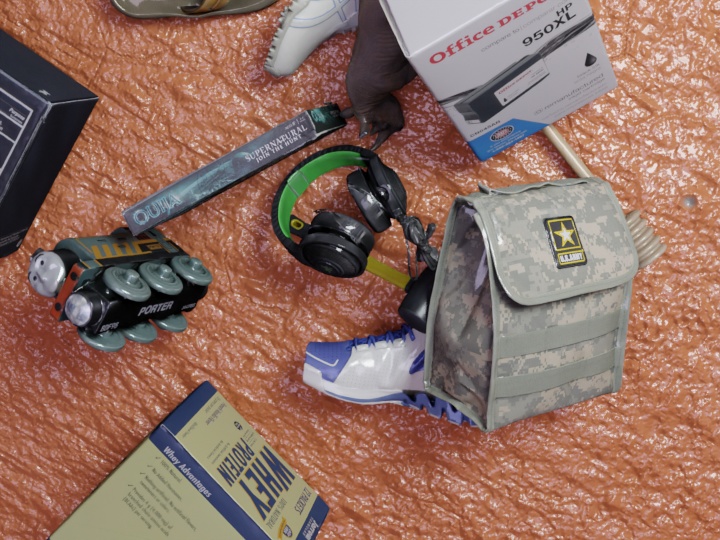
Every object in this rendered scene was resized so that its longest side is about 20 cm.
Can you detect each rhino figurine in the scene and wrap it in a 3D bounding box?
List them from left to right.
[{"bbox_3d":[0.026,-0.193,0.876,0.060,0.087,0.201,49,142,34],"label":"rhino figurine"}]

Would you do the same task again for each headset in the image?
[{"bbox_3d":[-0.006,-0.054,0.882,0.199,0.094,0.124,32,77,36],"label":"headset"}]

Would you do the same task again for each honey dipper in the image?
[{"bbox_3d":[0.213,-0.090,0.904,0.038,0.038,0.201,-37,91,15],"label":"honey dipper"}]

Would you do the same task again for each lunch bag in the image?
[{"bbox_3d":[0.153,0.018,0.854,0.163,0.117,0.202,-10,112,-31],"label":"lunch bag"}]

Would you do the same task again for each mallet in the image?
[{"bbox_3d":[0.000,0.000,0.925,0.198,0.041,0.066,20,66,24],"label":"mallet"}]

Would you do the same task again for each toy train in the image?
[{"bbox_3d":[-0.228,0.011,0.927,0.114,0.200,0.086,36,109,16],"label":"toy train"}]

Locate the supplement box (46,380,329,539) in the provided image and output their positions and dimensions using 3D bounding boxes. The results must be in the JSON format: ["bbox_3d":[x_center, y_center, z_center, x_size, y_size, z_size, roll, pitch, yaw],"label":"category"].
[{"bbox_3d":[-0.176,0.267,0.998,0.200,0.134,0.200,46,106,-2],"label":"supplement box"}]

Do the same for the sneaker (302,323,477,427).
[{"bbox_3d":[0.048,0.075,0.953,0.197,0.081,0.116,11,100,1],"label":"sneaker"}]

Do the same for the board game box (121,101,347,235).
[{"bbox_3d":[-0.115,-0.098,0.908,0.199,0.135,0.028,-26,97,14],"label":"board game box"}]

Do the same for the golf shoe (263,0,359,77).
[{"bbox_3d":[-0.008,-0.246,0.891,0.097,0.078,0.200,38,108,-8],"label":"golf shoe"}]

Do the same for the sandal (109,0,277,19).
[{"bbox_3d":[-0.150,-0.281,0.914,0.198,0.054,0.081,-8,101,5],"label":"sandal"}]

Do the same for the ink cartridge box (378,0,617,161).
[{"bbox_3d":[0.119,-0.194,0.805,0.144,0.200,0.085,-28,63,14],"label":"ink cartridge box"}]

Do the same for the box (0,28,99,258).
[{"bbox_3d":[-0.403,-0.141,0.956,0.199,0.123,0.199,34,107,-1],"label":"box"}]
